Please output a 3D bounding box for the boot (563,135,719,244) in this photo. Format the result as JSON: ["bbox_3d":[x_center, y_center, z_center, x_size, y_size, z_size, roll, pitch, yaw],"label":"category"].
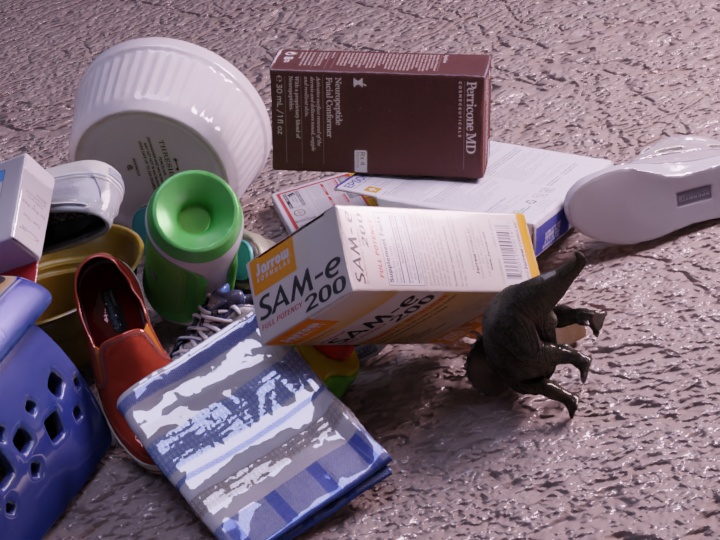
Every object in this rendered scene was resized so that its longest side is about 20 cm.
[{"bbox_3d":[0.263,-0.076,1.746,0.199,0.074,0.096,-7,19,-17],"label":"boot"}]

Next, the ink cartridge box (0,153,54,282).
[{"bbox_3d":[-0.362,0.007,1.660,0.199,0.045,0.177,-19,50,26],"label":"ink cartridge box"}]

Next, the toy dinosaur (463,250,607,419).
[{"bbox_3d":[0.131,0.054,1.488,0.102,0.200,0.077,17,61,7],"label":"toy dinosaur"}]

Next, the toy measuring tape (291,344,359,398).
[{"bbox_3d":[-0.023,0.099,1.553,0.073,0.074,0.200,-18,44,-11],"label":"toy measuring tape"}]

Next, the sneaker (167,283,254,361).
[{"bbox_3d":[-0.121,0.056,1.634,0.199,0.086,0.077,-28,31,-24],"label":"sneaker"}]

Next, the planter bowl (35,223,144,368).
[{"bbox_3d":[-0.280,0.040,1.731,0.199,0.084,0.201,-12,26,6],"label":"planter bowl"}]

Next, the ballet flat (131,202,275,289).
[{"bbox_3d":[-0.137,-0.022,1.826,0.069,0.070,0.199,-31,34,-32],"label":"ballet flat"}]

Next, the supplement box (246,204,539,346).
[{"bbox_3d":[0.028,0.007,1.523,0.199,0.074,0.126,1,-22,-38],"label":"supplement box"}]

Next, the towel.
[{"bbox_3d":[-0.084,0.123,1.479,0.146,0.024,0.200,-32,51,-15],"label":"towel"}]

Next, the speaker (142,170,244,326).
[{"bbox_3d":[-0.146,-0.016,1.668,0.088,0.089,0.200,-19,-16,-13],"label":"speaker"}]

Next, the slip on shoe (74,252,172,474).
[{"bbox_3d":[-0.187,0.073,1.565,0.074,0.061,0.201,-22,69,-1],"label":"slip on shoe"}]

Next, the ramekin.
[{"bbox_3d":[-0.195,-0.121,1.892,0.201,0.203,0.094,-3,39,17],"label":"ramekin"}]

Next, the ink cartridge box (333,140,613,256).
[{"bbox_3d":[0.106,-0.072,1.771,0.199,0.044,0.196,10,24,26],"label":"ink cartridge box"}]

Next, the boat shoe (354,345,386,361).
[{"bbox_3d":[0.000,0.000,1.693,0.071,0.070,0.200,-20,26,22],"label":"boat shoe"}]

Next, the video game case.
[{"bbox_3d":[0.022,-0.069,1.883,0.199,0.018,0.143,-17,28,-8],"label":"video game case"}]

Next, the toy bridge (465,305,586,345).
[{"bbox_3d":[0.105,0.030,1.652,0.067,0.027,0.200,-27,30,-24],"label":"toy bridge"}]

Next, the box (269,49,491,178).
[{"bbox_3d":[0.019,-0.144,1.763,0.199,0.101,0.075,1,22,6],"label":"box"}]

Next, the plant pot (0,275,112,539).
[{"bbox_3d":[-0.338,0.114,1.514,0.199,0.181,0.200,0,30,21],"label":"plant pot"}]

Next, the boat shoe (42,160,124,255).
[{"bbox_3d":[-0.306,-0.041,1.725,0.200,0.070,0.072,-15,43,20],"label":"boat shoe"}]
